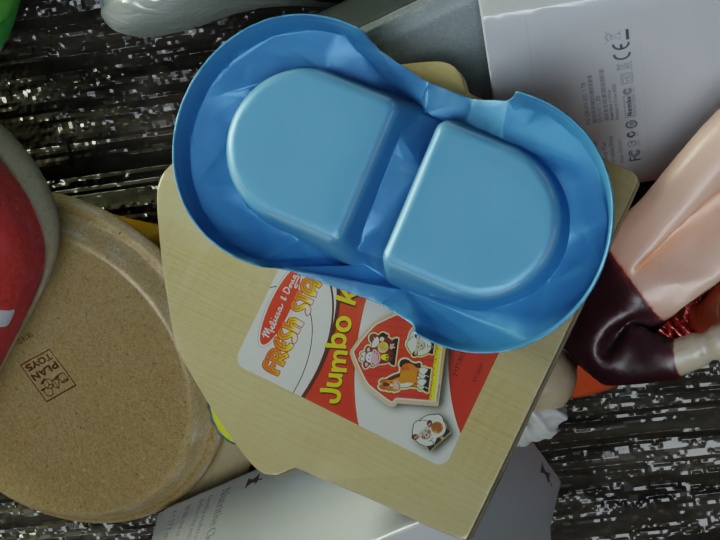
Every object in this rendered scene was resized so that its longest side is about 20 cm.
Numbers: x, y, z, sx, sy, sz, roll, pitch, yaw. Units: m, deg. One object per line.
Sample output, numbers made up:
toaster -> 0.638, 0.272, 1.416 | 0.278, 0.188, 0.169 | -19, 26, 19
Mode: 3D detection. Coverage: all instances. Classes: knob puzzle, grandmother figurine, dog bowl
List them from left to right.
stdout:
knob puzzle -> 0.000, 0.000, 1.183 | 0.218, 0.030, 0.221 | -2, 82, 14
dog bowl -> 0.017, -0.035, 1.142 | 0.199, 0.050, 0.112 | 23, 88, 15
grandmother figurine -> 0.121, 0.002, 1.190 | 0.200, 0.121, 0.060 | -46, 132, 13

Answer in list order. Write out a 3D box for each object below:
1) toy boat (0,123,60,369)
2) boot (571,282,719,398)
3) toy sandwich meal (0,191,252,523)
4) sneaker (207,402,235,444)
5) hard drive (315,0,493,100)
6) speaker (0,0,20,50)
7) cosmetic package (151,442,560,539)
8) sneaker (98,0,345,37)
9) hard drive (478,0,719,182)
toy boat -> -0.232, 0.010, 1.245 | 0.130, 0.131, 0.200 | 36, 123, 8
boot -> 0.147, 0.013, 1.250 | 0.199, 0.107, 0.075 | -31, 105, 22
toy sandwich meal -> -0.137, 0.039, 1.340 | 0.204, 0.070, 0.206 | 10, 118, 18
sneaker -> -0.031, -0.013, 1.262 | 0.078, 0.066, 0.201 | -3, 87, 45
hard drive -> 0.079, -0.102, 1.219 | 0.199, 0.033, 0.140 | -23, 140, 19
speaker -> -0.181, -0.188, 1.243 | 0.088, 0.089, 0.201 | 25, 114, 0
cosmetic package -> -0.011, 0.140, 1.259 | 0.199, 0.113, 0.081 | -28, 114, 26
sneaker -> -0.028, -0.154, 1.239 | 0.199, 0.072, 0.073 | -5, 85, 6
hard drive -> 0.158, -0.094, 1.195 | 0.199, 0.025, 0.132 | -9, 142, 3
